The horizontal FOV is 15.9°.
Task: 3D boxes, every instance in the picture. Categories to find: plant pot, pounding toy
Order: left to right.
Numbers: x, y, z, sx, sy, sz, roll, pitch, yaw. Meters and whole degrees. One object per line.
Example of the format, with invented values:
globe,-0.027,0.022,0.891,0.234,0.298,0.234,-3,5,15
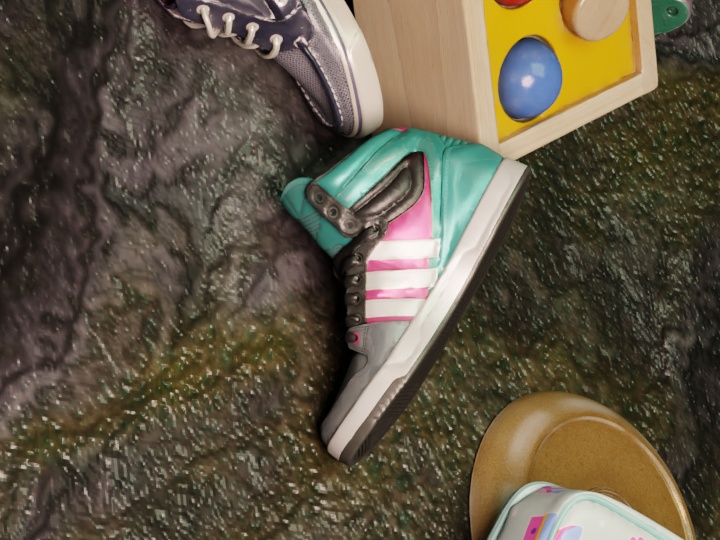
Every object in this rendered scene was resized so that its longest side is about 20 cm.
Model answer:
pounding toy,0.113,-0.181,1.543,0.199,0.142,0.185,-27,121,-35
plant pot,0.146,0.167,1.579,0.199,0.027,0.201,21,58,-38

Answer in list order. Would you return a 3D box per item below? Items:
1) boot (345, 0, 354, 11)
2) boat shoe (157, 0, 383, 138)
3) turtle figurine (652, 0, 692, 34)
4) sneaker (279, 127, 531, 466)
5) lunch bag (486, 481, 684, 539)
boot,-0.001,-0.275,1.604,0.182,0.072,0.201,44,51,-41
boat shoe,-0.065,-0.151,1.495,0.092,0.075,0.201,-33,107,-21
turtle figurine,0.216,-0.260,1.784,0.150,0.100,0.201,48,39,-21
sneaker,0.000,0.000,1.472,0.120,0.084,0.201,29,78,9
lunch bag,0.147,0.219,1.486,0.200,0.077,0.161,34,72,-27
